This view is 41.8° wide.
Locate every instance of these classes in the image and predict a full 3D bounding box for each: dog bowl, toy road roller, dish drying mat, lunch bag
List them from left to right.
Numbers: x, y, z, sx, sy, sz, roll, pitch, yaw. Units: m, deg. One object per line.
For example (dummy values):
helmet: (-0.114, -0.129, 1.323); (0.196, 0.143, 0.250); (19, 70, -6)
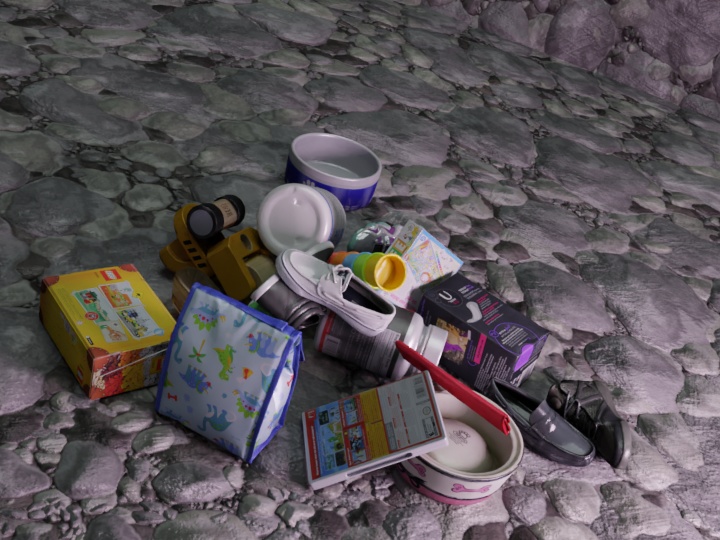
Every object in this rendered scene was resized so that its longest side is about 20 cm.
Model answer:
toy road roller: (-0.246, -0.023, 1.602); (0.201, 0.145, 0.123); (58, 22, -3)
lunch bag: (-0.177, 0.131, 1.305); (0.169, 0.201, 0.127); (24, 33, 12)
dog bowl: (-0.059, -0.211, 2.003); (0.198, 0.079, 0.201); (13, 32, -8)
dog bowl: (0.134, 0.258, 1.383); (0.198, 0.074, 0.201); (12, 31, -8)
dish drying mat: (0.137, 0.169, 1.390); (0.199, 0.077, 0.018); (35, 80, 26)

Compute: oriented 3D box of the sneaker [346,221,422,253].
sneaker: (0.083, -0.029, 1.793); (0.199, 0.078, 0.140); (-9, 40, -35)

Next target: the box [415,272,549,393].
box: (0.198, 0.112, 1.605); (0.199, 0.107, 0.122); (34, 36, 24)

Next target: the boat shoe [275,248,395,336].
boat shoe: (-0.034, 0.020, 1.433); (0.199, 0.065, 0.074); (31, 47, -10)

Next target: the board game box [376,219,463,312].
board game box: (0.093, 0.005, 1.608); (0.034, 0.135, 0.200); (36, 2, 30)

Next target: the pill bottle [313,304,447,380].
pill bottle: (0.034, 0.108, 1.524); (0.198, 0.115, 0.114); (20, 32, 4)

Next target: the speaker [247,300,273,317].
speaker: (-0.117, 0.051, 1.564); (0.088, 0.089, 0.200); (26, 33, 13)

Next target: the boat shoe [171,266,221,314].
boat shoe: (-0.230, 0.084, 1.478); (0.074, 0.067, 0.200); (-15, 57, -42)

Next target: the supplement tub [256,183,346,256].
supplement tub: (-0.101, -0.087, 1.676); (0.131, 0.133, 0.200); (22, 6, 7)

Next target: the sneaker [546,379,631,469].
sneaker: (0.362, 0.243, 1.517); (0.113, 0.077, 0.200); (8, 30, -11)

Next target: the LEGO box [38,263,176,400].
LEGO box: (-0.369, 0.084, 1.398); (0.148, 0.078, 0.200); (-10, 41, -37)

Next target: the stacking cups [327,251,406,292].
stacking cups: (0.000, 0.000, 1.515); (0.060, 0.061, 0.200); (-2, 3, -28)

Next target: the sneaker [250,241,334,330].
sneaker: (-0.083, 0.030, 1.493); (0.099, 0.071, 0.200); (50, 41, 0)

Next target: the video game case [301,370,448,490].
video game case: (0.016, 0.223, 1.332); (0.198, 0.018, 0.143); (-19, 35, 5)

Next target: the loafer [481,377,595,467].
loafer: (0.279, 0.238, 1.481); (0.200, 0.071, 0.068); (30, 44, 20)
